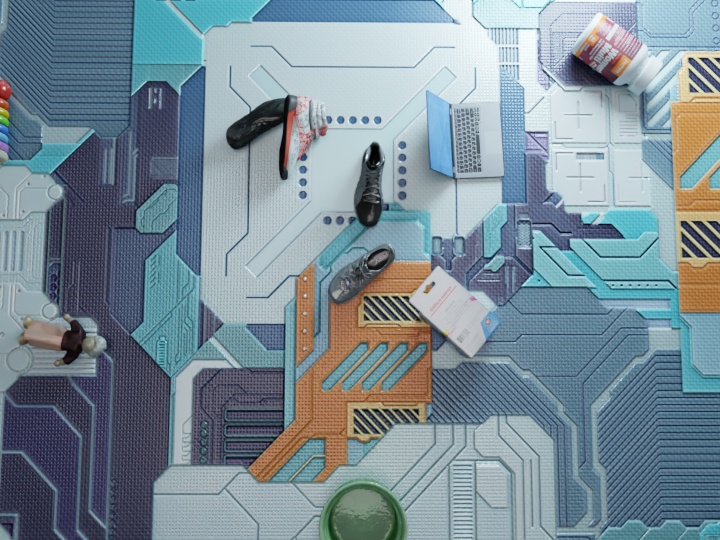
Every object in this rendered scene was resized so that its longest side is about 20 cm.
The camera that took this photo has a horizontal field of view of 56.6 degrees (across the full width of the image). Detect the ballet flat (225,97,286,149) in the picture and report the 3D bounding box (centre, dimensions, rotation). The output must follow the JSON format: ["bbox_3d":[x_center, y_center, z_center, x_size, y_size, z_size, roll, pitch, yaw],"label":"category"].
[{"bbox_3d":[-0.241,-0.364,1.640,0.199,0.057,0.067,-30,71,-9],"label":"ballet flat"}]

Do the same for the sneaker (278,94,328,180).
[{"bbox_3d":[-0.136,-0.316,1.619,0.107,0.067,0.204,3,100,-21],"label":"sneaker"}]

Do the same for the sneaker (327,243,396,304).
[{"bbox_3d":[0.000,0.000,1.583,0.200,0.082,0.075,-42,86,-4],"label":"sneaker"}]

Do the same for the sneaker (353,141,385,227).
[{"bbox_3d":[0.022,-0.210,1.586,0.074,0.116,0.203,3,84,0],"label":"sneaker"}]

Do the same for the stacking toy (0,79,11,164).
[{"bbox_3d":[-0.886,-0.364,1.617,0.084,0.085,0.203,1,78,0],"label":"stacking toy"}]

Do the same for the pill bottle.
[{"bbox_3d":[0.623,-0.522,1.626,0.199,0.110,0.110,37,85,3],"label":"pill bottle"}]

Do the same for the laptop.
[{"bbox_3d":[0.253,-0.325,1.600,0.197,0.116,0.190,-2,85,-1],"label":"laptop"}]

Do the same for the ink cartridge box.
[{"bbox_3d":[0.218,0.098,1.583,0.200,0.068,0.115,42,85,3],"label":"ink cartridge box"}]

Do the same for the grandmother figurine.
[{"bbox_3d":[-0.694,0.166,1.574,0.197,0.061,0.123,9,93,3],"label":"grandmother figurine"}]

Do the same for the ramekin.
[{"bbox_3d":[0.006,0.572,1.520,0.197,0.098,0.203,0,84,0],"label":"ramekin"}]
